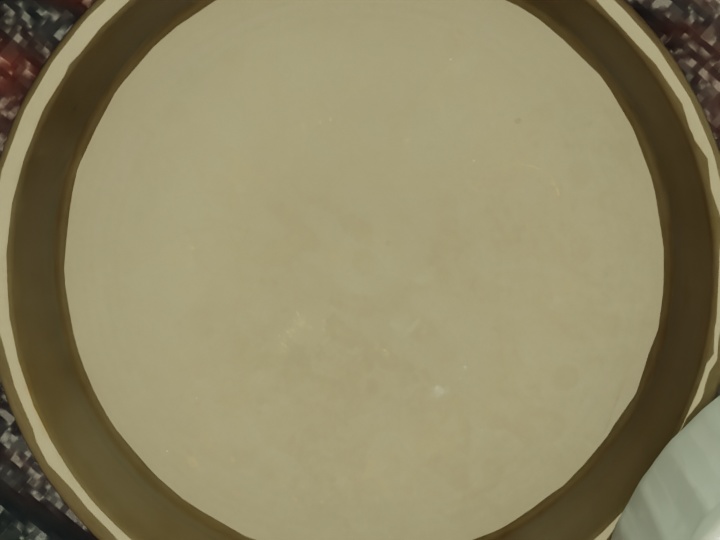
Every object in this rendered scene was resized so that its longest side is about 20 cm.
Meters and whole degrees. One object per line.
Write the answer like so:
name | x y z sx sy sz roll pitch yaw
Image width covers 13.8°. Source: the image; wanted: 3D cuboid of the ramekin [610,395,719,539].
ramekin | 0.152 0.109 0.757 0.199 0.098 0.202 -2 105 -6

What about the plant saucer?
plant saucer | 0.000 0.000 0.792 0.199 0.029 0.201 0 99 1
